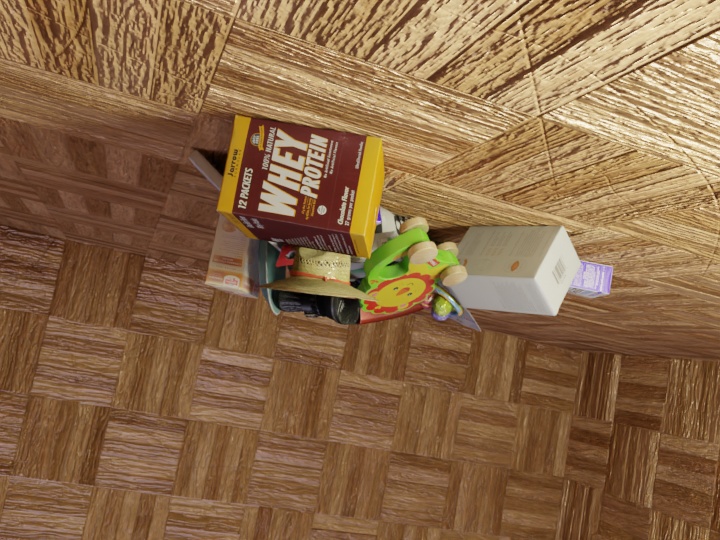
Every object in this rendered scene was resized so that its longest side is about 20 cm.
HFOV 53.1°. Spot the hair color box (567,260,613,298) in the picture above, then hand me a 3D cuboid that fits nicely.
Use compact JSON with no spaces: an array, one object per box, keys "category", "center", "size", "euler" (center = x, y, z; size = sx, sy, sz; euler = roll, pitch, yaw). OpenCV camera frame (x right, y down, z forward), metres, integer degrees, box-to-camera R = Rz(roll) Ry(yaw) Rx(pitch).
[{"category":"hair color box","center":[0.412,0.008,1.514],"size":[0.198,0.065,0.109],"euler":[12,173,2]}]

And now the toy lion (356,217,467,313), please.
[{"category":"toy lion","center":[0.070,0.009,1.224],"size":[0.191,0.069,0.200],"euler":[-30,150,19]}]

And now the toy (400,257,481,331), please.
[{"category":"toy","center":[0.141,0.054,1.387],"size":[0.115,0.047,0.200],"euler":[24,155,52]}]

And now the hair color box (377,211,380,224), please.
[{"category":"hair color box","center":[-0.048,-0.092,1.249],"size":[0.108,0.065,0.200],"euler":[-3,173,-19]}]

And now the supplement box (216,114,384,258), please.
[{"category":"supplement box","center":[-0.075,-0.112,1.027],"size":[0.198,0.134,0.197],"euler":[10,173,4]}]

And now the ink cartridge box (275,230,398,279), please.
[{"category":"ink cartridge box","center":[-0.043,-0.017,1.273],"size":[0.198,0.051,0.161],"euler":[-9,169,-13]}]

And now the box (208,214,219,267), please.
[{"category":"box","center":[-0.239,-0.056,1.614],"size":[0.105,0.154,0.200],"euler":[8,172,15]}]

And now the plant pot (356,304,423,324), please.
[{"category":"plant pot","center":[0.054,0.029,1.763],"size":[0.175,0.202,0.200],"euler":[-1,176,-16]}]

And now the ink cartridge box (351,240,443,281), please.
[{"category":"ink cartridge box","center":[0.084,-0.017,1.528],"size":[0.198,0.084,0.147],"euler":[8,-164,14]}]

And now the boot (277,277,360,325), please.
[{"category":"boot","center":[-0.087,0.052,1.387],"size":[0.157,0.080,0.211],"euler":[16,168,10]}]

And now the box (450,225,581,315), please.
[{"category":"box","center":[0.267,-0.003,1.283],"size":[0.199,0.125,0.098],"euler":[4,139,46]}]

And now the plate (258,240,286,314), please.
[{"category":"plate","center":[-0.175,-0.013,1.414],"size":[0.025,0.202,0.200],"euler":[-2,172,4]}]

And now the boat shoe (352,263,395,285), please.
[{"category":"boat shoe","center":[0.000,0.000,1.437],"size":[0.199,0.069,0.084],"euler":[22,-163,16]}]

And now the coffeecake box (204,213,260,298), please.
[{"category":"coffeecake box","center":[-0.230,-0.056,1.411],"size":[0.072,0.202,0.154],"euler":[10,172,6]}]

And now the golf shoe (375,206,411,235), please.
[{"category":"golf shoe","center":[0.072,-0.081,1.355],"size":[0.094,0.078,0.200],"euler":[-10,168,14]}]

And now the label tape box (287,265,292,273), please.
[{"category":"label tape box","center":[-0.092,-0.020,1.552],"size":[0.144,0.201,0.063],"euler":[18,127,-43]}]

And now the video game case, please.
[{"category":"video game case","center":[-0.199,-0.108,1.244],"size":[0.200,0.023,0.182],"euler":[46,178,10]}]

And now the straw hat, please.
[{"category":"straw hat","center":[-0.062,-0.003,1.151],"size":[0.199,0.086,0.201],"euler":[7,178,0]}]
